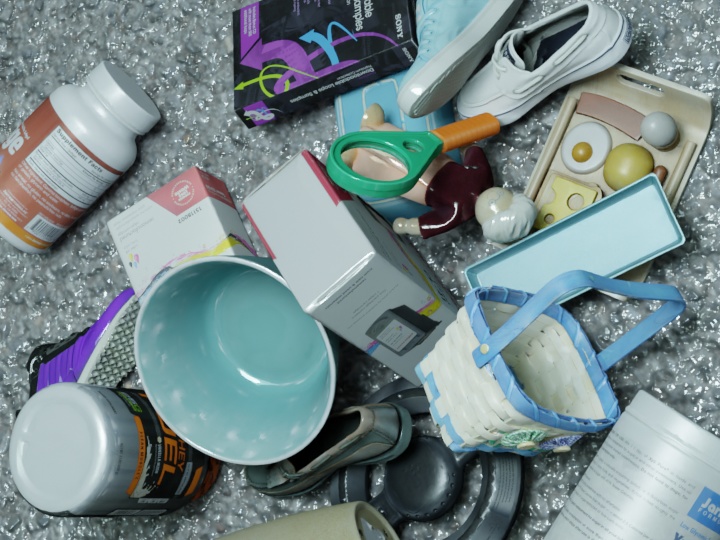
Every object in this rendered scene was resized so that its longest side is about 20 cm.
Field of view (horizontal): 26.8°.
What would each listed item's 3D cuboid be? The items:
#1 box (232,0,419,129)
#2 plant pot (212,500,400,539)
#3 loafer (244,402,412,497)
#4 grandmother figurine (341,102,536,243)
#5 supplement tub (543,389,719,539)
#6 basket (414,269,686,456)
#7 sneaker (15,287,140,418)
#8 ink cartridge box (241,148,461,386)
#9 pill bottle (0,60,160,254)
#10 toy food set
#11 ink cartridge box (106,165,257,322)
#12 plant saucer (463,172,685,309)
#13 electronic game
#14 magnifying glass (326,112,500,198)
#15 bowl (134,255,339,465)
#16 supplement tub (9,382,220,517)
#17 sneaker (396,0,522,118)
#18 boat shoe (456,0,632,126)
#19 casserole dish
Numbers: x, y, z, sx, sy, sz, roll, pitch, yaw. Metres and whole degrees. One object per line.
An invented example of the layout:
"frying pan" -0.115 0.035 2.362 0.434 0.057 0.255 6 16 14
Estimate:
"box" -0.035 -0.237 1.513 0.199 0.036 0.144 -19 51 17
"plant pot" -0.058 0.295 1.340 0.200 0.187 0.188 -33 68 16
"loafer" -0.044 0.160 1.410 0.199 0.063 0.072 -24 59 36
"grandmother figurine" 0.073 -0.080 1.398 0.199 0.061 0.122 27 80 26
"supplement tub" 0.236 0.217 1.268 0.132 0.132 0.201 33 93 26
"basket" 0.163 0.071 1.279 0.200 0.176 0.139 -48 52 30
"sneaker" -0.294 0.093 1.557 0.099 0.070 0.201 32 91 28
"ink cartridge box" 0.000 0.000 1.365 0.086 0.200 0.148 -42 53 10
"pill bottle" -0.309 -0.122 1.587 0.200 0.112 0.112 -43 66 9
"toy food set" 0.219 -0.088 1.381 0.143 0.060 0.201 24 88 25
"ink cartridge box" -0.161 0.012 1.518 0.116 0.067 0.201 -32 68 13
"plant saucer" 0.191 -0.012 1.355 0.199 0.019 0.070 -28 75 23
"electronic game" 0.059 0.193 1.397 0.199 0.042 0.201 -10 70 28
"magnifying glass" 0.052 -0.110 1.363 0.080 0.199 0.022 40 135 30
"bowl" -0.099 0.068 1.400 0.200 0.105 0.202 6 110 18
"supplement tub" -0.226 0.173 1.433 0.122 0.200 0.123 -4 81 28
"sneaker" 0.076 -0.221 1.426 0.082 0.074 0.200 33 54 11
"boat shoe" 0.155 -0.198 1.399 0.200 0.065 0.074 -29 51 38
"casserole dish" 0.031 -0.136 1.485 0.121 0.039 0.201 -14 74 20
